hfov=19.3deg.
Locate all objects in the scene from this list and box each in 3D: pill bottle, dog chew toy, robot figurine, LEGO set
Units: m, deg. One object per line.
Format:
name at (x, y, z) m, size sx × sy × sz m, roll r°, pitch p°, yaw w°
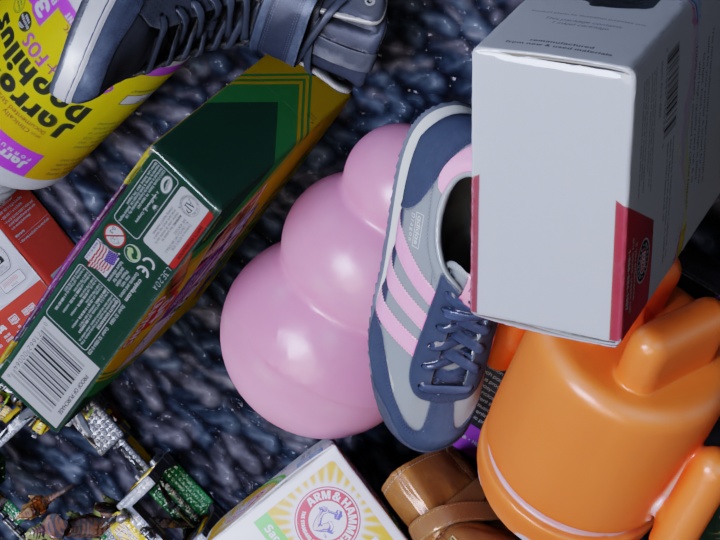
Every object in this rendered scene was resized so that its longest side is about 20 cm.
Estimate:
pill bottle at (-0.186, -0.117, 1.260) m, size 0.104 × 0.104 × 0.200 m, roll 47°, pitch 125°, yaw -5°
dog chew toy at (0.000, 0.000, 1.234) m, size 0.124 × 0.125 × 0.201 m, roll 33°, pitch 116°, yaw 5°
robot figurine at (0.132, 0.080, 1.161) m, size 0.143 × 0.117 × 0.201 m, roll 20°, pitch 135°, yaw -1°
LEGO set at (-0.184, 0.155, 1.371) m, size 0.153 × 0.116 × 0.201 m, roll -35°, pitch 92°, yaw 4°

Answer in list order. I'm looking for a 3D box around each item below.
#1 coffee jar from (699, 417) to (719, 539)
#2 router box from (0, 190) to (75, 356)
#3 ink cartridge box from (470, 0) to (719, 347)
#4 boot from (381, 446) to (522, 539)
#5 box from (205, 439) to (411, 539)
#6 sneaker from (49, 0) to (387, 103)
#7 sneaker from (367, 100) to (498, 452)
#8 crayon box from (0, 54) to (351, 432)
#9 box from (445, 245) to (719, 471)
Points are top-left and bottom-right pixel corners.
coffee jar at (0.230, 0.181, 1.233) m, size 0.103 × 0.086 × 0.202 m, roll 3°, pitch 119°, yaw -2°
router box at (-0.298, -0.008, 1.404) m, size 0.199 × 0.049 × 0.180 m, roll -35°, pitch 98°, yaw 34°
ink cartridge box at (0.129, -0.075, 1.080) m, size 0.082 × 0.200 × 0.147 m, roll 10°, pitch 119°, yaw 22°
boot at (0.091, 0.176, 1.268) m, size 0.155 × 0.200 × 0.077 m, roll 47°, pitch 105°, yaw 18°
box at (0.003, 0.208, 1.260) m, size 0.101 × 0.112 × 0.201 m, roll -37°, pitch 89°, yaw -2°
sneaker at (-0.067, -0.132, 1.142) m, size 0.145 × 0.203 × 0.077 m, roll 33°, pitch 139°, yaw 1°
sneaker at (0.049, 0.016, 1.146) m, size 0.069 × 0.082 × 0.202 m, roll -5°, pitch 112°, yaw -20°
crayon box at (-0.108, -0.021, 1.233) m, size 0.058 × 0.173 × 0.200 m, roll 42°, pitch 126°, yaw 3°
box at (0.128, 0.054, 1.250) m, size 0.142 × 0.036 × 0.201 m, roll 31°, pitch 126°, yaw 6°
